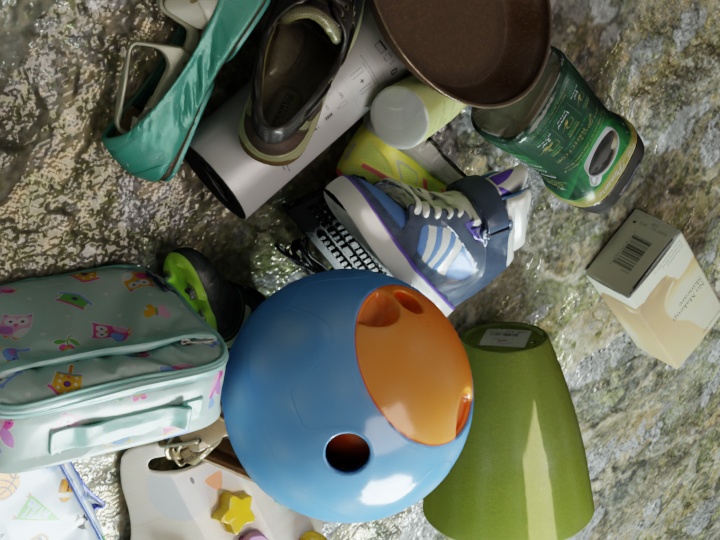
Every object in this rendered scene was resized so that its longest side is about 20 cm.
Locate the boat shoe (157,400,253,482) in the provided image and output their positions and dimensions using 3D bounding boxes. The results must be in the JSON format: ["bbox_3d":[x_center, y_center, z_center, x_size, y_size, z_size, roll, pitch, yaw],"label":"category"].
[{"bbox_3d":[-0.137,0.128,0.948,0.200,0.065,0.071,24,139,-29],"label":"boat shoe"}]

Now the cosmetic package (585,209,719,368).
[{"bbox_3d":[0.358,0.026,1.364,0.105,0.071,0.200,-52,138,-3],"label":"cosmetic package"}]

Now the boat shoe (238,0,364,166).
[{"bbox_3d":[-0.034,-0.174,0.826,0.073,0.065,0.200,16,76,-11],"label":"boat shoe"}]

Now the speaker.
[{"bbox_3d":[-0.046,-0.132,0.892,0.200,0.081,0.081,-43,137,-12],"label":"speaker"}]

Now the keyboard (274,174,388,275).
[{"bbox_3d":[0.000,0.000,1.014,0.104,0.040,0.200,-23,138,16],"label":"keyboard"}]

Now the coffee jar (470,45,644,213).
[{"bbox_3d":[0.199,-0.134,1.107,0.200,0.085,0.104,31,90,-47],"label":"coffee jar"}]

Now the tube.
[{"bbox_3d":[0.074,-0.152,0.950,0.200,0.058,0.052,-39,122,-56],"label":"tube"}]

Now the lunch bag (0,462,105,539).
[{"bbox_3d":[-0.289,0.195,0.888,0.160,0.076,0.200,-34,133,-24],"label":"lunch bag"}]

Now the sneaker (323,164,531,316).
[{"bbox_3d":[0.069,-0.056,0.949,0.146,0.081,0.200,-44,136,-1],"label":"sneaker"}]

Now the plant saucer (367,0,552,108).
[{"bbox_3d":[0.070,-0.219,0.885,0.200,0.037,0.201,11,73,-38],"label":"plant saucer"}]

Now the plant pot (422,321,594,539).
[{"bbox_3d":[0.155,0.163,1.212,0.187,0.187,0.200,-16,111,-35],"label":"plant pot"}]

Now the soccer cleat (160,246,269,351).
[{"bbox_3d":[-0.110,0.037,0.961,0.081,0.067,0.200,-47,145,-22],"label":"soccer cleat"}]

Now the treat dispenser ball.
[{"bbox_3d":[-0.010,0.098,0.900,0.201,0.201,0.201,-22,129,-31],"label":"treat dispenser ball"}]

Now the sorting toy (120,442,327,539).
[{"bbox_3d":[-0.133,0.209,1.040,0.200,0.107,0.180,-32,114,-23],"label":"sorting toy"}]

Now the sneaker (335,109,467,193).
[{"bbox_3d":[0.047,-0.072,1.027,0.090,0.078,0.200,-48,132,5],"label":"sneaker"}]

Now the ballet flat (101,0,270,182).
[{"bbox_3d":[-0.127,-0.161,0.816,0.070,0.067,0.200,26,95,-33],"label":"ballet flat"}]

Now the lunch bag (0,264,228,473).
[{"bbox_3d":[-0.200,0.067,0.821,0.200,0.160,0.077,-12,123,-36],"label":"lunch bag"}]
